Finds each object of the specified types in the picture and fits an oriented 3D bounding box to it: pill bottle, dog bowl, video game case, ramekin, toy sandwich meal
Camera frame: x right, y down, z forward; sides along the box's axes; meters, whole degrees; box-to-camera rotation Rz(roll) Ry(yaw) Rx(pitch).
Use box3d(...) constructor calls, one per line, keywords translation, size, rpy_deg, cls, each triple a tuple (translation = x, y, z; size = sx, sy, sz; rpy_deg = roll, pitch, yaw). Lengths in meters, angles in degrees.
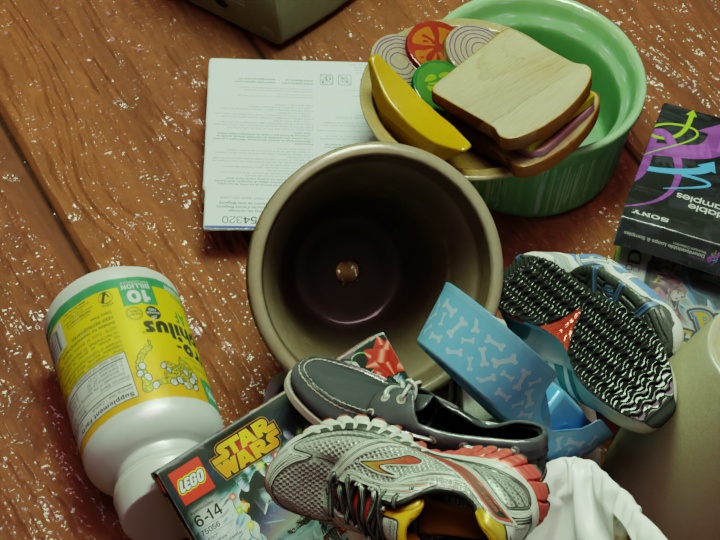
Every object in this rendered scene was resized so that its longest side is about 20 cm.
box3d(translation=(-0.169, 0.105, 1.573), size=(0.112, 0.113, 0.201), rpy_deg=(-12, 53, -14), cls="pill bottle")
box3d(translation=(0.110, 0.084, 1.496), size=(0.050, 0.200, 0.111), rpy_deg=(-48, 48, -3), cls="dog bowl")
box3d(translation=(0.308, 0.029, 1.734), size=(0.198, 0.026, 0.182), rpy_deg=(14, 51, 6), cls="video game case")
box3d(translation=(0.149, -0.144, 1.812), size=(0.198, 0.098, 0.201), rpy_deg=(3, 51, -3), cls="ramekin")
box3d(translation=(0.096, -0.154, 1.705), size=(0.203, 0.071, 0.207), rpy_deg=(2, 51, -2), cls="toy sandwich meal")

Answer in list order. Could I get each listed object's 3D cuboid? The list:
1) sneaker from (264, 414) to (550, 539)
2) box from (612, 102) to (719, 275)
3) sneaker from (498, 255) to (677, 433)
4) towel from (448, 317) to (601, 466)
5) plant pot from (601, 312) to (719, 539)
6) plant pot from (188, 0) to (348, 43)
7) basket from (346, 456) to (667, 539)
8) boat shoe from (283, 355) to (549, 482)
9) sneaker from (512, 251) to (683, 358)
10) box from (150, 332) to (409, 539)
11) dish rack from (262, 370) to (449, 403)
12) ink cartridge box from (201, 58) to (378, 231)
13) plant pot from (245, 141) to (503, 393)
box3d(translation=(0.023, 0.151, 1.372), size=(0.198, 0.079, 0.082), rpy_deg=(4, 25, 25), cls="sneaker")
box3d(translation=(0.310, -0.067, 1.776), size=(0.142, 0.036, 0.201), rpy_deg=(16, 39, 9), cls="box")
box3d(translation=(0.181, 0.070, 1.562), size=(0.070, 0.094, 0.200), rpy_deg=(-40, 46, -10), cls="sneaker")
box3d(translation=(0.132, 0.126, 1.605), size=(0.131, 0.035, 0.201), rpy_deg=(17, 48, -22), cls="towel")
box3d(translation=(0.287, 0.120, 1.547), size=(0.185, 0.201, 0.189), rpy_deg=(2, 50, -3), cls="plant pot")
box3d(translation=(-0.087, -0.336, 1.895), size=(0.199, 0.201, 0.178), rpy_deg=(27, 64, 16), cls="plant pot")
box3d(translation=(0.115, 0.255, 1.408), size=(0.198, 0.162, 0.198), rpy_deg=(-13, 24, -15), cls="basket")
box3d(translation=(0.042, 0.098, 1.430), size=(0.199, 0.063, 0.073), rpy_deg=(25, 36, 12), cls="boat shoe")
box3d(translation=(0.202, 0.021, 1.643), size=(0.076, 0.077, 0.200), rpy_deg=(-8, 20, -27), cls="sneaker")
box3d(translation=(-0.034, 0.155, 1.488), size=(0.199, 0.040, 0.138), rpy_deg=(-32, 91, -15), cls="box")
box3d(translation=(-0.003, 0.173, 1.578), size=(0.170, 0.044, 0.201), rpy_deg=(8, 51, 3), cls="dish rack")
box3d(translation=(-0.041, -0.101, 1.797), size=(0.194, 0.043, 0.202), rpy_deg=(2, 54, -3), cls="ink cartridge box")
box3d(translation=(0.000, 0.000, 1.614), size=(0.198, 0.175, 0.203), rpy_deg=(0, 92, -9), cls="plant pot")
